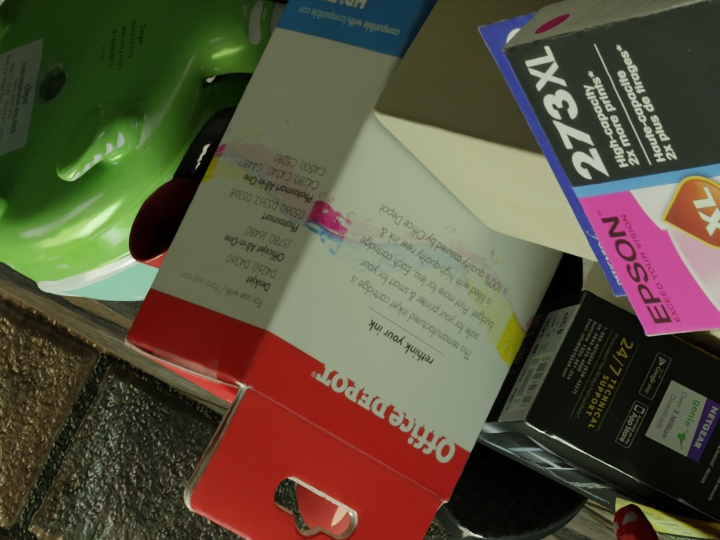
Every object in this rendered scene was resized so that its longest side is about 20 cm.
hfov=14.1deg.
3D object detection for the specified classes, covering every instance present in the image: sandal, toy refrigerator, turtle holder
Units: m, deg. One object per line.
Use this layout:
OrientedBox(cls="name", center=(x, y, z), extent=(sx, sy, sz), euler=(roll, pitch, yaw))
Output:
OrientedBox(cls="sandal", center=(0.062, 0.047, 1.217), extent=(0.075, 0.200, 0.045), euler=(19, 131, -10))
OrientedBox(cls="toy refrigerator", center=(0.105, -0.040, 0.893), extent=(0.200, 0.070, 0.076), euler=(17, 162, 47))
OrientedBox(cls="turtle holder", center=(-0.077, -0.065, 1.151), extent=(0.132, 0.185, 0.141), euler=(33, -158, -42))

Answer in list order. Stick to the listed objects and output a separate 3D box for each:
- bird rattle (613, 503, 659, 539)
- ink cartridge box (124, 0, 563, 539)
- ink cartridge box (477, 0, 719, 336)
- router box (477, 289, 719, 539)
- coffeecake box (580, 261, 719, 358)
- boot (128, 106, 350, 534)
OrientedBox(cls="bird rattle", center=(0.151, 0.157, 1.003), extent=(0.199, 0.113, 0.163), euler=(25, -168, 25))
OrientedBox(cls="ink cartridge box", center=(0.000, 0.000, 0.995), extent=(0.067, 0.201, 0.116), euler=(19, 170, 46))
OrientedBox(cls="ink cartridge box", center=(0.100, -0.033, 0.779), extent=(0.200, 0.037, 0.095), euler=(-7, 115, 59))
OrientedBox(cls="router box", center=(0.123, 0.069, 1.063), extent=(0.157, 0.052, 0.200), euler=(27, 174, -4))
OrientedBox(cls="coffeecake box", center=(0.199, 0.033, 1.044), extent=(0.199, 0.073, 0.153), euler=(29, 173, -16))
OrientedBox(cls="boot", center=(-0.031, 0.022, 1.110), extent=(0.144, 0.201, 0.072), euler=(-2, -143, -26))
